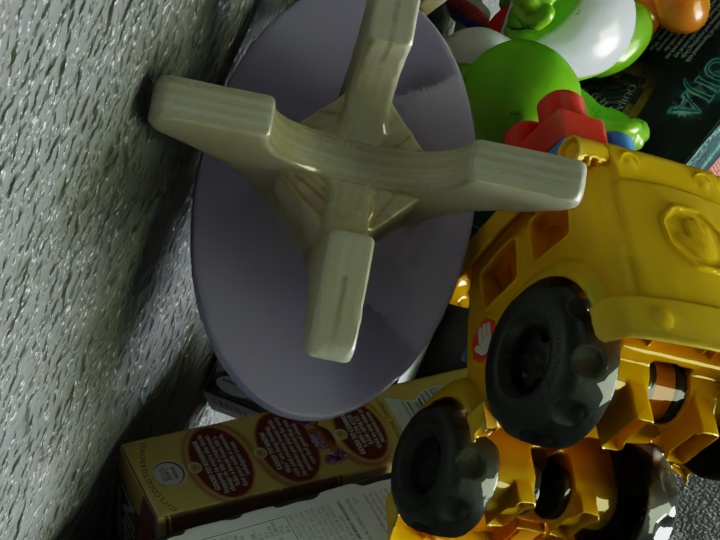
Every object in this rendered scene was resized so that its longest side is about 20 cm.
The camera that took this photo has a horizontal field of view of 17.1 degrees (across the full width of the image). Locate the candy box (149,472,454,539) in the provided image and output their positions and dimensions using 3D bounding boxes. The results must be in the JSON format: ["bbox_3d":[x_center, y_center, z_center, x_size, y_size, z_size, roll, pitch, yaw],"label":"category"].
[{"bbox_3d":[-0.062,0.197,1.170,0.200,0.072,0.168,-14,140,-24],"label":"candy box"}]

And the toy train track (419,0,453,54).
[{"bbox_3d":[0.046,-0.130,1.173,0.200,0.033,0.115,-38,-154,6],"label":"toy train track"}]

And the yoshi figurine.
[{"bbox_3d":[0.106,-0.110,1.212,0.200,0.112,0.112,-41,170,-28],"label":"yoshi figurine"}]

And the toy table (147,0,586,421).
[{"bbox_3d":[-0.003,-0.041,1.045,0.117,0.183,0.200,128,-39,-76],"label":"toy table"}]

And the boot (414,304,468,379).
[{"bbox_3d":[0.024,0.051,1.366,0.075,0.200,0.097,37,61,-39],"label":"boot"}]

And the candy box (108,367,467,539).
[{"bbox_3d":[-0.026,0.123,1.219,0.200,0.056,0.117,-12,138,-25],"label":"candy box"}]

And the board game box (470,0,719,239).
[{"bbox_3d":[0.128,-0.083,1.285,0.200,0.135,0.028,-48,148,-20],"label":"board game box"}]

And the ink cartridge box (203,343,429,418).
[{"bbox_3d":[0.000,0.000,1.306,0.039,0.099,0.200,74,38,-68],"label":"ink cartridge box"}]

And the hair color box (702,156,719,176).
[{"bbox_3d":[0.176,-0.074,1.342,0.064,0.111,0.200,52,59,-37],"label":"hair color box"}]

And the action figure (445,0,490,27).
[{"bbox_3d":[0.023,-0.117,1.322,0.200,0.099,0.065,-6,123,-53],"label":"action figure"}]

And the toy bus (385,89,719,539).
[{"bbox_3d":[0.093,0.023,1.109,0.200,0.136,0.192,-47,-136,41],"label":"toy bus"}]

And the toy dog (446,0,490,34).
[{"bbox_3d":[0.114,-0.098,1.498,0.139,0.200,0.194,-16,92,-35],"label":"toy dog"}]
